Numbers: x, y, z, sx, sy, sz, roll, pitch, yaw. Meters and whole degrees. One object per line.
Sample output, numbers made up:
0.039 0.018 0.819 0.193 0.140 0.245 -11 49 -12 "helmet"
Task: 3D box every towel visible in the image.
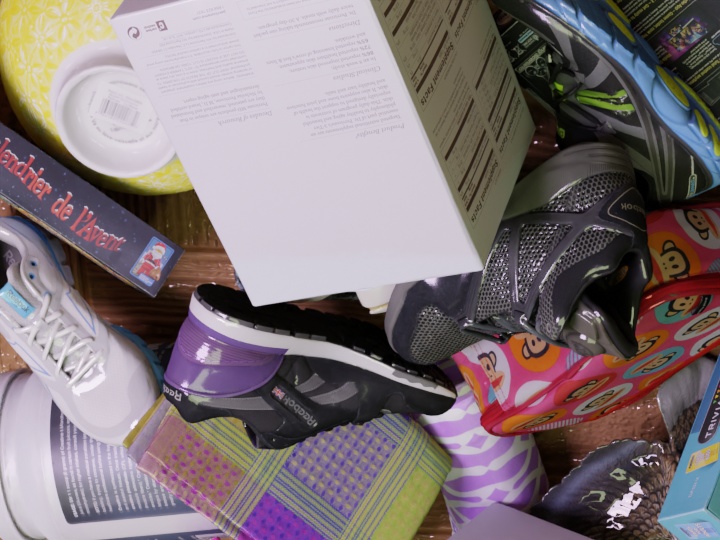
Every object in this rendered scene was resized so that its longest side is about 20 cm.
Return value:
-0.043 0.120 1.308 0.200 0.144 0.023 39 160 -16 "towel"

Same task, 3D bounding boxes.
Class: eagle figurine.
0.214 0.175 1.385 0.152 0.151 0.200 45 134 -2 "eagle figurine"

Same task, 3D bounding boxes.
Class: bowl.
-0.141 -0.120 1.244 0.199 0.108 0.201 4 125 5 "bowl"

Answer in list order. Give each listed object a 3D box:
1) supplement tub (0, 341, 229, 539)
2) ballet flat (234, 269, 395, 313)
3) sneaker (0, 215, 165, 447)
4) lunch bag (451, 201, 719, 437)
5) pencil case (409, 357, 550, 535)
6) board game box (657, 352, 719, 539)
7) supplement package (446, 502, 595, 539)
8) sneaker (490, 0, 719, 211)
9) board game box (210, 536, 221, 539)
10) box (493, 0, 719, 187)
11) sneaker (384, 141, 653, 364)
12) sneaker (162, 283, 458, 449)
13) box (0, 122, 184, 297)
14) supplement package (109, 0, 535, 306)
-0.153 0.122 1.394 0.199 0.141 0.141 -6 124 11 "supplement tub"
0.000 0.000 1.288 0.199 0.074 0.074 0 129 39 "ballet flat"
-0.206 0.038 1.309 0.075 0.087 0.200 -45 69 5 "sneaker"
0.174 0.031 1.289 0.176 0.082 0.200 -4 153 -45 "lunch bag"
0.083 0.132 1.410 0.085 0.084 0.201 3 127 32 "pencil case"
0.289 0.120 1.300 0.151 0.200 0.047 40 147 -19 "board game box"
0.101 0.281 1.346 0.117 0.117 0.201 19 115 27 "supplement package"
0.139 -0.107 1.184 0.083 0.071 0.200 -36 116 21 "sneaker"
-0.052 0.213 1.409 0.199 0.026 0.200 -20 155 -24 "board game box"
0.200 -0.154 1.214 0.160 0.044 0.200 38 121 -18 "box"
0.094 0.021 1.184 0.199 0.115 0.076 -36 143 31 "sneaker"
-0.035 0.075 1.278 0.199 0.076 0.088 17 105 -28 "sneaker"
-0.216 -0.058 1.283 0.200 0.137 0.038 35 85 -16 "box"
-0.014 -0.111 1.137 0.151 0.151 0.200 -9 123 26 "supplement package"
